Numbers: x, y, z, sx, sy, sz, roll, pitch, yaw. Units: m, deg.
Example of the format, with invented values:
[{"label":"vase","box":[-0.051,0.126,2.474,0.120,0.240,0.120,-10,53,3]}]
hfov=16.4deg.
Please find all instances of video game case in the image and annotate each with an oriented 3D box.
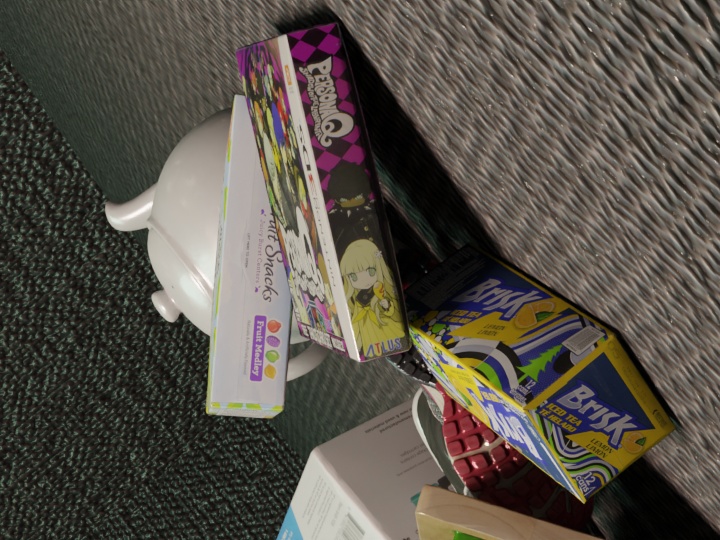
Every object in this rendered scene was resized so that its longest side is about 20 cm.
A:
[{"label":"video game case","box":[-0.024,-0.046,1.423,0.200,0.036,0.183,-163,61,-79]}]

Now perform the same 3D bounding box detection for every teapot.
[{"label":"teapot","box":[-0.091,-0.012,1.864,0.198,0.146,0.200,51,172,0]}]

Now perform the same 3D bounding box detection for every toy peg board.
[{"label":"toy peg board","box":[0.119,0.214,1.456,0.198,0.098,0.200,17,168,7]}]

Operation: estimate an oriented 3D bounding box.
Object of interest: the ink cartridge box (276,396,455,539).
[{"label":"ink cartridge box","box":[0.059,0.220,1.874,0.200,0.146,0.147,49,142,23]}]

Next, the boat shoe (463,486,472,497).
[{"label":"boat shoe","box":[0.100,0.148,1.619,0.074,0.060,0.200,42,155,12]}]

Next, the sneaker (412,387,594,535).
[{"label":"sneaker","box":[0.107,0.159,1.746,0.200,0.071,0.099,53,175,1]}]

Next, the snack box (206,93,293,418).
[{"label":"snack box","box":[-0.069,-0.006,1.651,0.142,0.053,0.201,137,138,-82]}]

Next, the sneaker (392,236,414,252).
[{"label":"sneaker","box":[0.000,0.000,1.655,0.081,0.076,0.200,16,-170,-6]}]

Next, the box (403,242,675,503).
[{"label":"box","box":[0.088,0.050,1.341,0.070,0.064,0.200,55,173,-23]}]

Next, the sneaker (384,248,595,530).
[{"label":"sneaker","box":[0.079,0.071,1.503,0.201,0.080,0.075,57,-168,17]}]
